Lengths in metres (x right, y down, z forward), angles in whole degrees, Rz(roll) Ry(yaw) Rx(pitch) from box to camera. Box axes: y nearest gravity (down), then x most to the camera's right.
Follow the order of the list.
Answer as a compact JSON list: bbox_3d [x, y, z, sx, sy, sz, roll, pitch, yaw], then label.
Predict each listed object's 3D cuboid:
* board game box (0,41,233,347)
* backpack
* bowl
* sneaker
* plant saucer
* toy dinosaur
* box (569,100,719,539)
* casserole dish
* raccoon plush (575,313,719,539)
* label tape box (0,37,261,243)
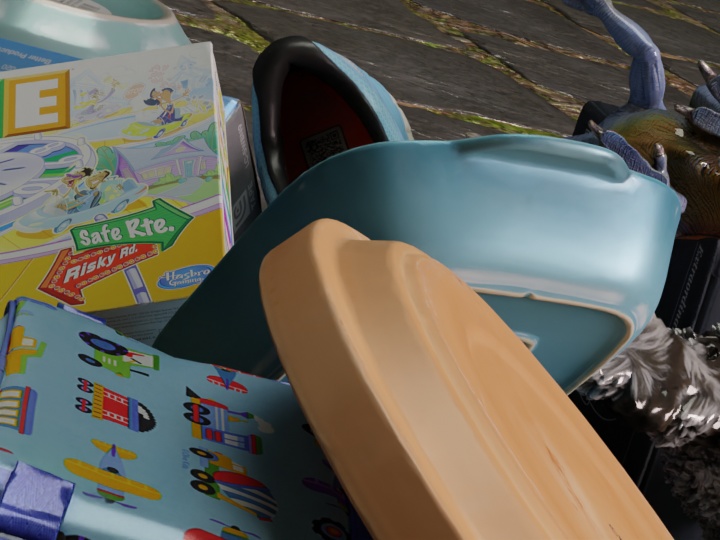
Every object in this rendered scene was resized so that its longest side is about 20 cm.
[{"bbox_3d":[-0.143,-0.011,0.838,0.200,0.034,0.135,-9,41,1],"label":"board game box"},{"bbox_3d":[-0.019,0.109,0.614,0.200,0.135,0.183,20,15,-4],"label":"backpack"},{"bbox_3d":[-0.159,-0.093,1.243,0.200,0.105,0.201,17,14,-4],"label":"bowl"},{"bbox_3d":[0.000,0.000,0.924,0.200,0.078,0.090,65,4,22],"label":"sneaker"},{"bbox_3d":[0.049,0.068,0.593,0.200,0.032,0.200,52,9,-12],"label":"plant saucer"},{"bbox_3d":[0.098,-0.027,0.933,0.200,0.105,0.181,47,-6,5],"label":"toy dinosaur"},{"bbox_3d":[0.145,0.032,1.055,0.107,0.149,0.200,14,16,-15],"label":"box"},{"bbox_3d":[0.014,0.021,0.741,0.121,0.200,0.039,7,61,-24],"label":"casserole dish"},{"bbox_3d":[0.119,0.060,0.883,0.200,0.097,0.134,34,-33,-11],"label":"raccoon plush"},{"bbox_3d":[-0.147,0.004,0.900,0.144,0.063,0.200,16,48,23],"label":"label tape box"}]
